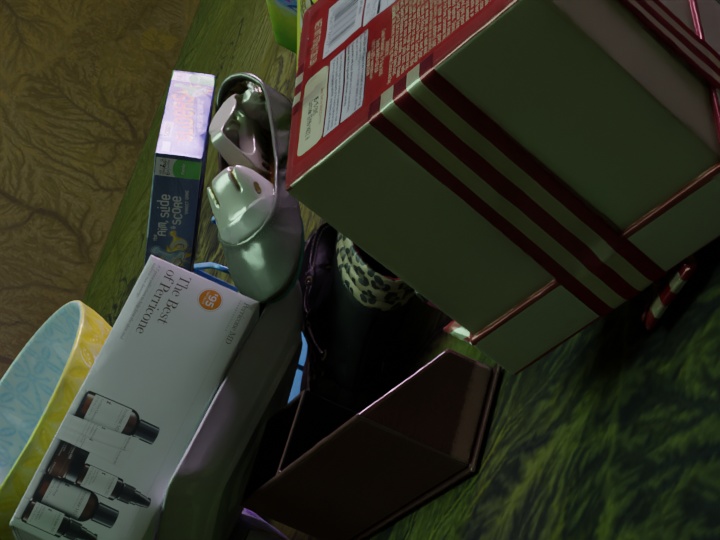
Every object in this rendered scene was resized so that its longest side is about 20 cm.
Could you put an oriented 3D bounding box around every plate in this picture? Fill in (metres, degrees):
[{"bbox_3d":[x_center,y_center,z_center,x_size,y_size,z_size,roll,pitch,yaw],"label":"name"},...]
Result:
[{"bbox_3d":[-0.088,0.127,1.184,0.200,0.032,0.200,106,-171,-51],"label":"plate"}]

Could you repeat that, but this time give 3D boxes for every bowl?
[{"bbox_3d":[-0.208,0.133,1.223,0.200,0.108,0.200,-47,22,26],"label":"bowl"}]

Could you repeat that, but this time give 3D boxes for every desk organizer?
[{"bbox_3d":[0.001,0.106,1.065,0.200,0.077,0.072,-43,25,57],"label":"desk organizer"}]

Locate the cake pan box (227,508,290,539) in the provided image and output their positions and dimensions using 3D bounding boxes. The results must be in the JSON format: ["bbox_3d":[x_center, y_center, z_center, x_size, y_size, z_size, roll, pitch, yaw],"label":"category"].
[{"bbox_3d":[-0.120,0.276,1.283,0.200,0.052,0.184,-66,12,-7],"label":"cake pan box"}]

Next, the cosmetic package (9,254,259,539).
[{"bbox_3d":[-0.142,0.096,1.110,0.051,0.082,0.200,107,-173,-68],"label":"cosmetic package"}]

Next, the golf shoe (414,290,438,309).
[{"bbox_3d":[0.088,-0.071,1.059,0.200,0.073,0.092,-55,17,35],"label":"golf shoe"}]

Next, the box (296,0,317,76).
[{"bbox_3d":[-0.005,-0.134,1.202,0.200,0.075,0.050,94,156,-45],"label":"box"}]

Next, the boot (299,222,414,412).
[{"bbox_3d":[0.000,0.000,1.207,0.200,0.073,0.151,-87,12,-48],"label":"boot"}]

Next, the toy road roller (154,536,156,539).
[{"bbox_3d":[-0.236,0.182,1.342,0.123,0.146,0.200,108,143,-60],"label":"toy road roller"}]

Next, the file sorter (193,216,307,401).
[{"bbox_3d":[-0.098,0.062,1.422,0.200,0.123,0.139,-66,14,-7],"label":"file sorter"}]

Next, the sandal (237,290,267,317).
[{"bbox_3d":[-0.108,0.070,1.234,0.080,0.057,0.201,-50,-18,-73],"label":"sandal"}]

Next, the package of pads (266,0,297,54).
[{"bbox_3d":[0.003,-0.204,1.344,0.068,0.154,0.200,-60,-9,-10],"label":"package of pads"}]

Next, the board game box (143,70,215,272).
[{"bbox_3d":[-0.137,-0.028,1.269,0.135,0.034,0.200,-91,10,-59],"label":"board game box"}]

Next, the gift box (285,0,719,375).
[{"bbox_3d":[0.077,-0.074,0.858,0.200,0.187,0.185,-36,30,34],"label":"gift box"}]

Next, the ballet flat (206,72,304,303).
[{"bbox_3d":[-0.080,-0.061,1.186,0.067,0.064,0.200,-32,39,25],"label":"ballet flat"}]
